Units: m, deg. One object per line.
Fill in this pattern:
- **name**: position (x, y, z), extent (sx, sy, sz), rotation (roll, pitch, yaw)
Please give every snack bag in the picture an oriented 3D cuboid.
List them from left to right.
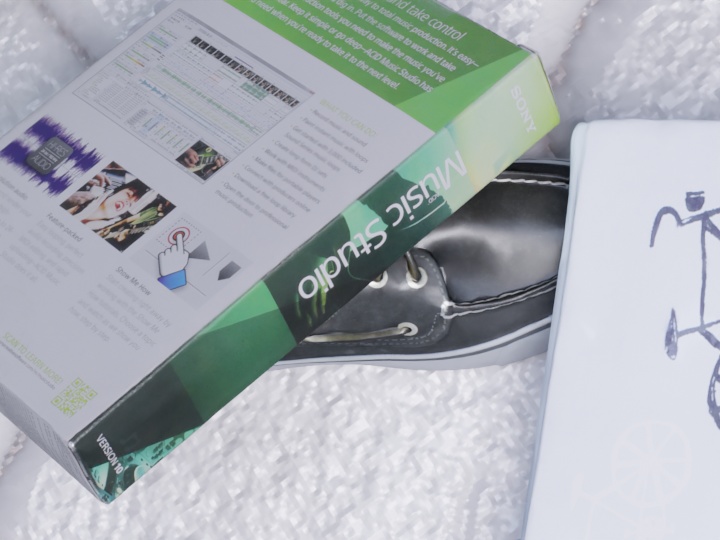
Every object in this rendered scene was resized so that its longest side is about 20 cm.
- **snack bag**: position (0.138, 0.036, 0.825), extent (0.199, 0.021, 0.189), rotation (3, 78, 30)

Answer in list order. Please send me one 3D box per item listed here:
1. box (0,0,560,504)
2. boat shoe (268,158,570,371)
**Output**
- **box**: position (-0.052, -0.027, 0.906), extent (0.200, 0.036, 0.144), rotation (-41, 44, -14)
- **boat shoe**: position (0.000, 0.000, 0.925), extent (0.199, 0.057, 0.069), rotation (-11, 72, 17)
